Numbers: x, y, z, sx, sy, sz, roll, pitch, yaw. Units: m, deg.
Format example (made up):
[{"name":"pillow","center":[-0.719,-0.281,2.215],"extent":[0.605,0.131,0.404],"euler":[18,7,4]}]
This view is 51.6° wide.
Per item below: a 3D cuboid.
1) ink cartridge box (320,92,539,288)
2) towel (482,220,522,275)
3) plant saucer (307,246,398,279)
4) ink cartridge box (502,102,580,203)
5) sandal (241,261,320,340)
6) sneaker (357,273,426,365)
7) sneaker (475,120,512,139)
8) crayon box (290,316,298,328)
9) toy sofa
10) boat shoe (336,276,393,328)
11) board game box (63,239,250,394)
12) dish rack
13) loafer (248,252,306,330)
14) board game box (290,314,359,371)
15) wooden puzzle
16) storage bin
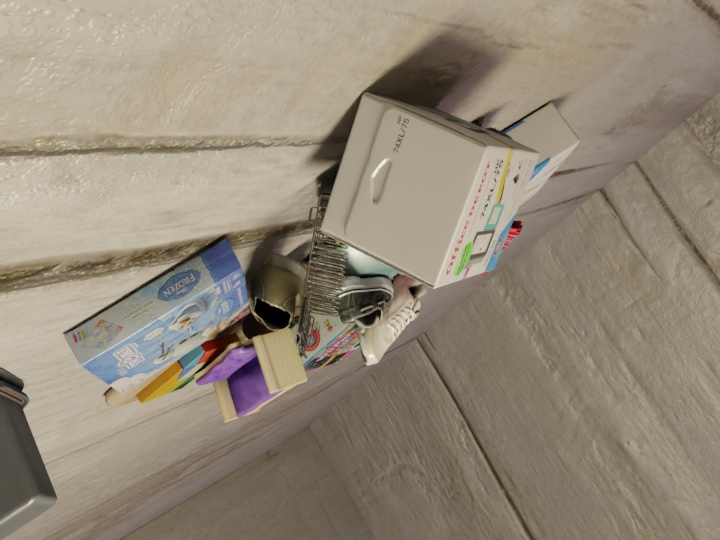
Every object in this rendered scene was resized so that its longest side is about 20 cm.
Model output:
[{"name":"ink cartridge box","center":[0.079,-0.087,0.799],"extent":[0.199,0.144,0.150],"euler":[-13,126,-62]},{"name":"towel","center":[0.160,-0.034,1.168],"extent":[0.140,0.023,0.201],"euler":[2,160,-6]},{"name":"plant saucer","center":[0.000,0.000,1.153],"extent":[0.196,0.040,0.201],"euler":[-16,167,-4]},{"name":"ink cartridge box","center":[0.261,-0.171,1.267],"extent":[0.143,0.085,0.201],"euler":[-32,168,-18]},{"name":"sandal","center":[-0.104,0.032,1.098],"extent":[0.211,0.078,0.070],"euler":[-43,-173,41]},{"name":"sneaker","center":[0.053,0.073,1.230],"extent":[0.079,0.076,0.202],"euler":[2,-138,24]},{"name":"sneaker","center":[0.142,-0.157,1.016],"extent":[0.115,0.076,0.198],"euler":[-50,159,18]},{"name":"crayon box","center":[-0.095,0.095,1.377],"extent":[0.198,0.051,0.127],"euler":[-38,168,13]},{"name":"toy sofa","center":[-0.168,0.161,1.101],"extent":[0.096,0.085,0.199],"euler":[-13,165,-35]},{"name":"boat shoe","center":[0.002,0.053,1.119],"extent":[0.071,0.073,0.199],"euler":[-22,170,22]},{"name":"board game box","center":[-0.226,0.061,0.881],"extent":[0.196,0.044,0.200],"euler":[-32,168,-13]},{"name":"dish rack","center":[-0.041,0.002,0.885],"extent":[0.053,0.206,0.154],"euler":[9,167,2]},{"name":"loafer","center":[-0.119,0.042,0.975],"extent":[0.201,0.073,0.071],"euler":[114,-4,-68]},{"name":"board game box","center":[-0.046,0.106,1.285],"extent":[0.147,0.065,0.199],"euler":[-40,163,19]},{"name":"wooden puzzle","center":[-0.260,0.141,1.117],"extent":[0.184,0.038,0.199],"euler":[-38,168,12]},{"name":"storage bin","center":[-0.410,0.219,0.748],"extent":[0.197,0.136,0.146],"euler":[-31,168,-16]}]
